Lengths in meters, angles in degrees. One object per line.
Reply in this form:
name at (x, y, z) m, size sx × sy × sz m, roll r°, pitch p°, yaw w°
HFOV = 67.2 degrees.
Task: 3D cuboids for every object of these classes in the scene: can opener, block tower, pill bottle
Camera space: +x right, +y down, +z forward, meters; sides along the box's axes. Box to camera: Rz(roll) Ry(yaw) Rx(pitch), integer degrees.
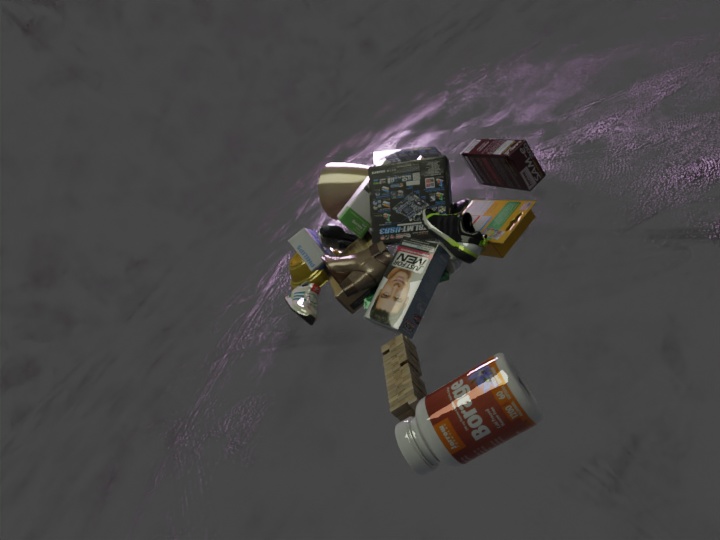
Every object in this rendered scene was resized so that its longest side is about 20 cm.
can opener at (-0.043, -0.082, 1.491) m, size 0.066 × 0.200 × 0.053 m, roll -13°, pitch 77°, yaw 32°
block tower at (0.081, 0.199, 1.004) m, size 0.058 × 0.054 × 0.200 m, roll -36°, pitch 25°, yaw 14°
pill bottle at (0.155, 0.218, 0.801) m, size 0.200 × 0.112 × 0.112 m, roll -35°, pitch 26°, yaw 14°

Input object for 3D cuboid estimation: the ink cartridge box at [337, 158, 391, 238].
ink cartridge box at (0.029, -0.195, 1.462) m, size 0.200 × 0.084 × 0.146 m, roll -51°, pitch 9°, yaw 5°

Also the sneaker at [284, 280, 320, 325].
sneaker at (-0.147, 0.079, 1.497) m, size 0.093 × 0.070 × 0.200 m, roll -49°, pitch 23°, yaw -3°

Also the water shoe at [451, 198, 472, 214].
water shoe at (0.185, -0.129, 1.353) m, size 0.200 × 0.079 × 0.072 m, roll -33°, pitch 26°, yaw 17°

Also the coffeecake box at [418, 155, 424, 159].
coffeecake box at (0.130, -0.200, 1.479) m, size 0.154 × 0.073 × 0.200 m, roll -48°, pitch 11°, yaw 37°

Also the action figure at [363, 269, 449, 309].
action figure at (0.110, 0.034, 1.227) m, size 0.200 × 0.055 × 0.118 m, roll -19°, pitch 31°, yaw 33°

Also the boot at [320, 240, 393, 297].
boot at (-0.002, -0.020, 1.298) m, size 0.146 × 0.070 × 0.200 m, roll -37°, pitch 41°, yaw -2°

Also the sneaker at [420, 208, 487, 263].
sneaker at (0.207, -0.092, 1.161) m, size 0.083 × 0.072 × 0.200 m, roll -56°, pitch 42°, yaw 17°

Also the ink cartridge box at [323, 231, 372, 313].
ink cartridge box at (0.000, 0.000, 1.413) m, size 0.165 × 0.075 × 0.200 m, roll -40°, pitch 26°, yaw 6°

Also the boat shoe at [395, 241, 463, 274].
boat shoe at (0.163, -0.039, 1.258) m, size 0.069 × 0.072 × 0.200 m, roll -39°, pitch 20°, yaw -26°

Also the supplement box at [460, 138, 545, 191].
supplement box at (0.339, -0.258, 1.309) m, size 0.061 × 0.109 × 0.200 m, roll -44°, pitch 26°, yaw -7°

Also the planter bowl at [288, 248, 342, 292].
planter bowl at (-0.157, -0.018, 1.654) m, size 0.200 × 0.083 × 0.200 m, roll -32°, pitch 27°, yaw 19°

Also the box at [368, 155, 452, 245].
box at (0.122, -0.166, 1.322) m, size 0.200 × 0.199 × 0.050 m, roll -5°, pitch -4°, yaw 18°

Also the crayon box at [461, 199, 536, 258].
crayon box at (0.287, -0.093, 1.184) m, size 0.126 × 0.052 × 0.200 m, roll -48°, pitch 25°, yaw -14°

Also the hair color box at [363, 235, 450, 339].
hair color box at (0.100, 0.033, 1.152) m, size 0.099 × 0.061 × 0.200 m, roll 17°, pitch 76°, yaw 42°

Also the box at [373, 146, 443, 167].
box at (0.148, -0.326, 1.645) m, size 0.200 × 0.051 × 0.158 m, roll -6°, pitch 29°, yaw -5°

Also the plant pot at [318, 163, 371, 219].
plant pot at (0.000, -0.264, 1.747) m, size 0.200 × 0.187 × 0.187 m, roll -2°, pitch 44°, yaw 33°

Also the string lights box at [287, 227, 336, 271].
string lights box at (-0.128, -0.056, 1.486) m, size 0.059 × 0.103 × 0.200 m, roll -38°, pitch -1°, yaw 4°
